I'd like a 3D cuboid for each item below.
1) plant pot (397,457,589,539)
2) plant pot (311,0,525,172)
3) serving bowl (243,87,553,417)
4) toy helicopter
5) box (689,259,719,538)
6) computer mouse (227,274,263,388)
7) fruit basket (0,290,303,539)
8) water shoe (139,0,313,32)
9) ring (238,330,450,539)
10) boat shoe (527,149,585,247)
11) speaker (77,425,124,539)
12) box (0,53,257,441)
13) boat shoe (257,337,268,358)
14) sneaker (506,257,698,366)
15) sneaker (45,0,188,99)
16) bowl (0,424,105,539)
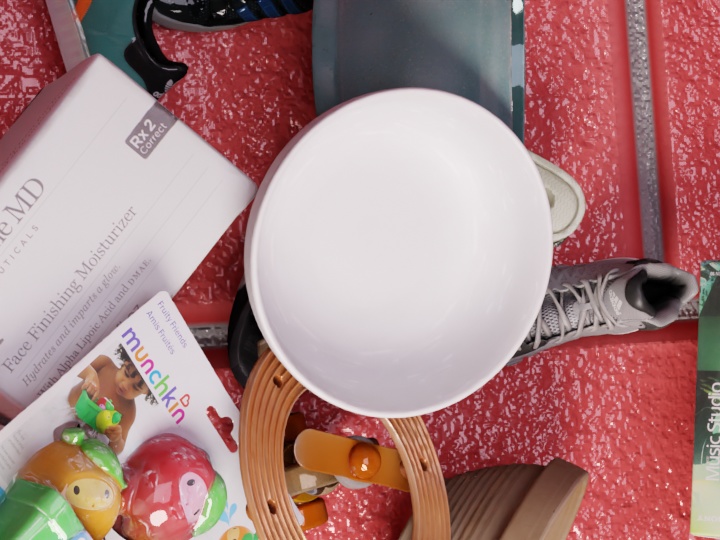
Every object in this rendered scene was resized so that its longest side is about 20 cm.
[{"bbox_3d":[0.072,0.207,1.348,0.093,0.201,0.201,25,75,14],"label":"plant pot"},{"bbox_3d":[0.039,-0.142,1.308,0.134,0.200,0.201,0,85,8],"label":"plant pot"},{"bbox_3d":[0.016,-0.014,1.206,0.200,0.066,0.201,-4,100,-24],"label":"serving bowl"},{"bbox_3d":[-0.046,0.139,1.283,0.200,0.132,0.079,-13,90,-62],"label":"toy helicopter"},{"bbox_3d":[0.291,0.099,1.465,0.144,0.036,0.200,12,78,-56],"label":"box"},{"bbox_3d":[-0.021,0.005,1.392,0.140,0.046,0.200,26,79,-34],"label":"computer mouse"},{"bbox_3d":[-0.133,0.143,1.123,0.200,0.094,0.185,-40,117,-24],"label":"fruit basket"},{"bbox_3d":[-0.057,-0.213,1.372,0.200,0.079,0.072,-10,89,-21],"label":"water shoe"},{"bbox_3d":[-0.011,0.133,1.215,0.200,0.019,0.201,31,49,-43],"label":"ring"},{"bbox_3d":[0.071,-0.086,1.422,0.200,0.068,0.072,40,82,2],"label":"boat shoe"},{"bbox_3d":[-0.142,0.185,1.306,0.081,0.081,0.200,-27,96,-21],"label":"speaker"},{"bbox_3d":[-0.194,-0.010,1.236,0.131,0.200,0.199,40,76,-14],"label":"box"},{"bbox_3d":[0.000,0.000,1.339,0.200,0.072,0.065,-36,99,-26],"label":"boat shoe"},{"bbox_3d":[0.152,0.022,1.413,0.200,0.115,0.075,-13,90,-22],"label":"sneaker"},{"bbox_3d":[-0.173,-0.207,1.318,0.080,0.071,0.200,-16,100,13],"label":"sneaker"},{"bbox_3d":[-0.244,0.191,1.234,0.200,0.105,0.201,0,87,4],"label":"bowl"}]
